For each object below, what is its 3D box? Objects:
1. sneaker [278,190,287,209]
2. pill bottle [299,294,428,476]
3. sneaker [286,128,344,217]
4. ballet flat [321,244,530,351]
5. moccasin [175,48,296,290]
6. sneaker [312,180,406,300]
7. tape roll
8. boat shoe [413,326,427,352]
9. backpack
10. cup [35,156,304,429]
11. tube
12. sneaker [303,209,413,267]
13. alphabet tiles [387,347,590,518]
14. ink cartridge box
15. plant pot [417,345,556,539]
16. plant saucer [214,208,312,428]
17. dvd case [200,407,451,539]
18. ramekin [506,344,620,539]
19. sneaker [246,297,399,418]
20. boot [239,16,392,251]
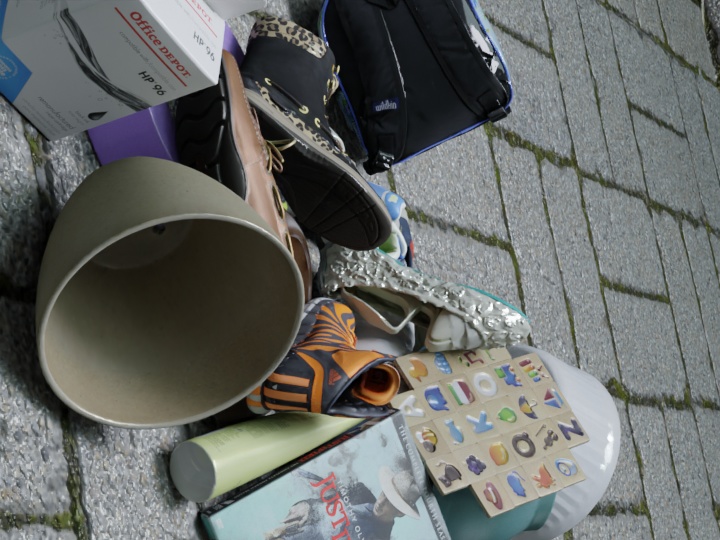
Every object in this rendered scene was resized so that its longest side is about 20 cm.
[{"bbox_3d":[-0.099,-0.012,1.575,0.084,0.071,0.200,69,25,-12],"label":"sneaker"},{"bbox_3d":[0.004,0.131,1.649,0.120,0.119,0.202,45,37,-46],"label":"pill bottle"},{"bbox_3d":[-0.044,-0.124,1.742,0.073,0.084,0.201,53,31,-34],"label":"sneaker"},{"bbox_3d":[0.053,0.037,1.629,0.072,0.198,0.072,23,90,-86],"label":"ballet flat"},{"bbox_3d":[-0.095,-0.081,1.448,0.077,0.073,0.203,-1,67,-50],"label":"moccasin"},{"bbox_3d":[0.000,0.000,1.705,0.076,0.076,0.201,-63,161,-44],"label":"sneaker"},{"bbox_3d":[-0.157,-0.139,1.537,0.200,0.065,0.202,44,38,-47],"label":"tape roll"},{"bbox_3d":[0.075,0.104,1.864,0.063,0.070,0.202,61,21,-50],"label":"boat shoe"},{"bbox_3d":[0.049,-0.232,1.898,0.147,0.182,0.201,-98,163,-79],"label":"backpack"},{"bbox_3d":[-0.157,-0.003,1.347,0.200,0.200,0.144,48,9,-43],"label":"cup"},{"bbox_3d":[-0.076,0.144,1.505,0.058,0.052,0.199,42,31,20],"label":"tube"},{"bbox_3d":[0.005,-0.029,1.797,0.200,0.074,0.085,10,62,-63],"label":"sneaker"},{"bbox_3d":[0.117,0.135,1.620,0.199,0.006,0.167,-13,63,-42],"label":"alphabet tiles"},{"bbox_3d":[-0.182,-0.181,1.348,0.116,0.198,0.068,46,36,-44],"label":"ink cartridge box"},{"bbox_3d":[0.113,0.181,1.713,0.200,0.133,0.203,-171,-90,-79],"label":"plant pot"},{"bbox_3d":[-0.081,0.040,1.536,0.200,0.032,0.202,9,90,-73],"label":"plant saucer"},{"bbox_3d":[-0.023,0.224,1.514,0.199,0.022,0.147,-26,102,-27],"label":"dvd case"},{"bbox_3d":[0.162,0.174,1.870,0.098,0.199,0.202,35,45,-43],"label":"ramekin"},{"bbox_3d":[-0.014,0.084,1.529,0.200,0.111,0.078,-46,142,-64],"label":"sneaker"},{"bbox_3d":[-0.041,-0.124,1.583,0.199,0.073,0.151,38,36,-21],"label":"boot"}]
